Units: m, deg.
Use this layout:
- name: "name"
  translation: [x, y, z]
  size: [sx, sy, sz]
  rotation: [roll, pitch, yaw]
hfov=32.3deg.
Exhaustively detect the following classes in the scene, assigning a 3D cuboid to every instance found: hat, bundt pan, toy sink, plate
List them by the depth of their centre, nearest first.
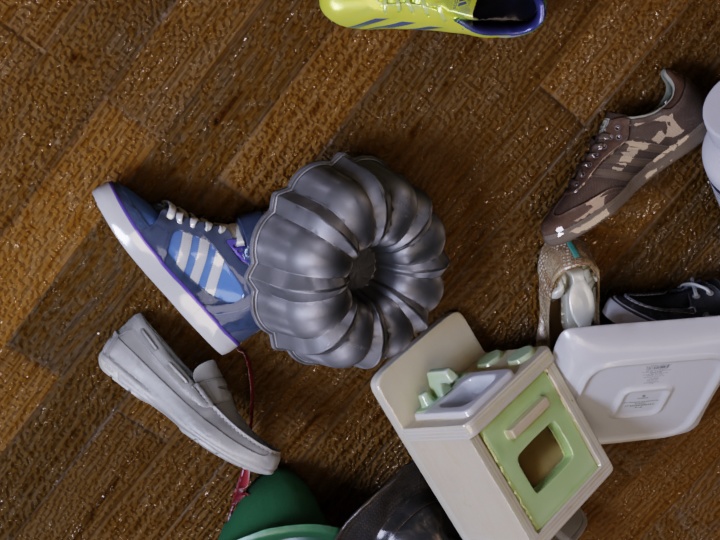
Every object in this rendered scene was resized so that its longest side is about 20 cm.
- name: "bundt pan"
  translation: [0.000, 0.000, 1.117]
  size: [0.201, 0.076, 0.203]
  rotation: [-12, 112, -33]
- name: "toy sink"
  translation: [0.127, 0.147, 1.176]
  size: [0.130, 0.112, 0.201]
  rotation: [-37, 103, -32]
- name: "plate"
  translation: [0.272, 0.118, 1.223]
  size: [0.198, 0.032, 0.201]
  rotation: [-3, 142, -11]
- name: "hat"
  translation: [0.062, 0.282, 1.234]
  size: [0.200, 0.081, 0.201]
  rotation: [-27, 135, -30]
- name: "hat"
  translation: [-0.098, 0.218, 1.266]
  size: [0.165, 0.177, 0.200]
  rotation: [15, 135, -39]

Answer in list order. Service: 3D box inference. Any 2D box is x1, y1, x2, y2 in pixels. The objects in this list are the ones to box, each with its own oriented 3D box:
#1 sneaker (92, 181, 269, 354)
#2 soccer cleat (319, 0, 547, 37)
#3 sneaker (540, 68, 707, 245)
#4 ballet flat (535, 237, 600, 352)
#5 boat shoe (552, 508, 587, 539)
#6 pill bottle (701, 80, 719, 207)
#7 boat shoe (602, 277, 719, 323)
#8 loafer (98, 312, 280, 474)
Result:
- name: "sneaker"
  translation: [-0.129, -0.036, 1.132]
  size: [0.146, 0.081, 0.200]
  rotation: [-40, 108, -4]
- name: "soccer cleat"
  translation: [0.065, -0.234, 1.071]
  size: [0.199, 0.084, 0.065]
  rotation: [0, 112, -9]
- name: "sneaker"
  translation: [0.238, -0.107, 1.171]
  size: [0.200, 0.070, 0.076]
  rotation: [-38, 96, 2]
- name: "ballet flat"
  translation: [0.208, 0.064, 1.226]
  size: [0.070, 0.065, 0.201]
  rotation: [-14, 114, -6]
- name: "boat shoe"
  translation: [0.164, 0.295, 1.264]
  size: [0.073, 0.200, 0.063]
  rotation: [42, 125, 19]
- name: "pill bottle"
  translation: [0.375, -0.090, 1.131]
  size: [0.111, 0.111, 0.200]
  rotation: [-34, 137, 5]
- name: "boat shoe"
  translation: [0.335, 0.039, 1.233]
  size: [0.199, 0.072, 0.068]
  rotation: [11, 109, -18]
- name: "loafer"
  translation: [-0.152, 0.116, 1.158]
  size: [0.200, 0.070, 0.070]
  rotation: [36, 84, 5]
